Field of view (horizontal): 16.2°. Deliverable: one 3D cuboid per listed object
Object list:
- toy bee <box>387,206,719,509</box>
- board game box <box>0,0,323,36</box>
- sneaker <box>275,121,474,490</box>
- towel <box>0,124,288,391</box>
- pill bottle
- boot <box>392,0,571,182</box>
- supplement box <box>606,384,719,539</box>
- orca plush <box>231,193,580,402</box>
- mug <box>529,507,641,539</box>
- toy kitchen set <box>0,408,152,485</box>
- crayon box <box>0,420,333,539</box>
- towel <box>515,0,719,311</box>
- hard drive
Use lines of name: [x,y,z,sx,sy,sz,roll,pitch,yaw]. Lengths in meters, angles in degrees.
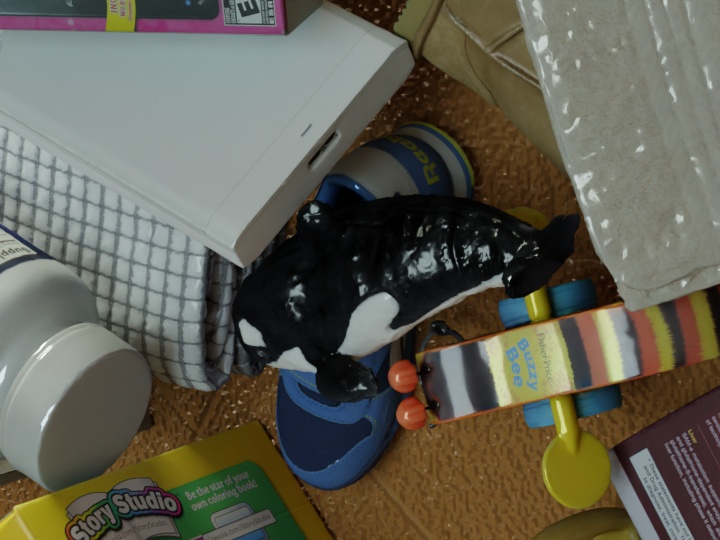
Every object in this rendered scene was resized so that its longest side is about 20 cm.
toy bee: [0.072,0.052,1.172,0.200,0.108,0.131,-44,69,40]
board game box: [-0.124,-0.187,1.176,0.198,0.064,0.149,3,114,19]
sneaker: [-0.010,0.021,1.278,0.074,0.082,0.201,26,113,26]
towel: [-0.117,-0.051,1.340,0.165,0.085,0.202,15,109,33]
pill bottle: [-0.205,0.028,1.299,0.199,0.111,0.112,32,115,28]
boot: [0.122,-0.099,1.140,0.200,0.066,0.176,40,147,11]
supplement box: [0.217,0.083,1.147,0.199,0.061,0.109,-33,80,35]
orca plush: [0.000,0.000,1.144,0.199,0.071,0.106,2,64,52]
mug: [0.100,0.228,1.198,0.149,0.153,0.187,-40,76,33]
toy kitchen set: [-0.259,0.044,1.403,0.199,0.163,0.182,-17,89,35]
crayon box: [-0.081,0.180,1.283,0.058,0.199,0.173,-43,75,32]
towel: [0.141,-0.092,1.082,0.132,0.034,0.201,-17,102,4]
hard drive: [-0.090,-0.097,1.221,0.199,0.026,0.132,30,71,30]
